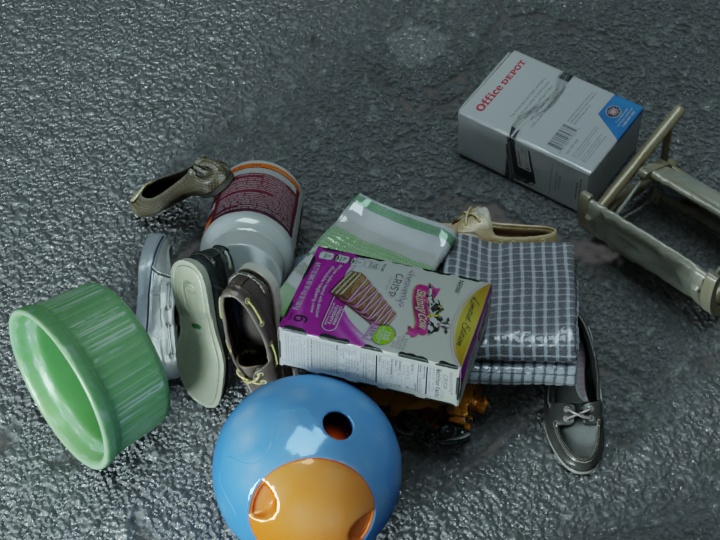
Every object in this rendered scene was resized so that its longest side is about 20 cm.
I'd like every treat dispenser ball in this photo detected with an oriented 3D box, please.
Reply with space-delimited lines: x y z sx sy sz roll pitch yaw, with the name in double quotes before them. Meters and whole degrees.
"treat dispenser ball" -0.056 0.210 1.521 0.200 0.201 0.202 -1 51 2

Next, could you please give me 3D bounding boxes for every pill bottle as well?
"pill bottle" -0.132 -0.040 1.745 0.114 0.115 0.200 1 31 3

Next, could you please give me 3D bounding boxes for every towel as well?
"towel" 0.167 0.039 1.650 0.165 0.086 0.200 -2 40 8
"towel" 0.000 0.000 1.649 0.149 0.031 0.200 20 53 30

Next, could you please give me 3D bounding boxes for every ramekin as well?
"ramekin" -0.299 0.112 1.620 0.097 0.201 0.200 -30 55 -28

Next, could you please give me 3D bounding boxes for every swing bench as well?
"swing bench" 0.400 -0.061 1.767 0.199 0.130 0.200 37 67 27

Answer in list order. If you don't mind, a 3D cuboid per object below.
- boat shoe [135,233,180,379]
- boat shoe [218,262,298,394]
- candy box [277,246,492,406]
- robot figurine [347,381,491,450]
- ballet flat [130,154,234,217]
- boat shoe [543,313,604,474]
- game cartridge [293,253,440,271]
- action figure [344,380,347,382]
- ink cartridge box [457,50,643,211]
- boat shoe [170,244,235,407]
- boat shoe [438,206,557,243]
"boat shoe" -0.224 0.042 1.745 0.086 0.075 0.203 -2 53 2
"boat shoe" -0.117 0.090 1.621 0.072 0.201 0.060 12 37 28
"candy box" 0.027 0.056 1.533 0.199 0.061 0.137 12 44 12
"robot figurine" 0.053 0.139 1.664 0.199 0.058 0.145 13 53 13
"ballet flat" -0.232 -0.109 1.819 0.200 0.046 0.068 -10 39 50
"boat shoe" 0.242 0.135 1.658 0.066 0.057 0.201 -1 51 2
"game cartridge" 0.001 0.023 1.775 0.199 0.042 0.134 -15 56 -9
"action figure" -0.006 0.051 1.669 0.051 0.066 0.200 4 42 24
"ink cartridge box" 0.246 -0.184 1.895 0.199 0.084 0.145 29 57 22
"boat shoe" -0.170 0.067 1.653 0.072 0.201 0.068 17 33 28
"boat shoe" 0.146 -0.045 1.767 0.199 0.070 0.074 10 20 -11
